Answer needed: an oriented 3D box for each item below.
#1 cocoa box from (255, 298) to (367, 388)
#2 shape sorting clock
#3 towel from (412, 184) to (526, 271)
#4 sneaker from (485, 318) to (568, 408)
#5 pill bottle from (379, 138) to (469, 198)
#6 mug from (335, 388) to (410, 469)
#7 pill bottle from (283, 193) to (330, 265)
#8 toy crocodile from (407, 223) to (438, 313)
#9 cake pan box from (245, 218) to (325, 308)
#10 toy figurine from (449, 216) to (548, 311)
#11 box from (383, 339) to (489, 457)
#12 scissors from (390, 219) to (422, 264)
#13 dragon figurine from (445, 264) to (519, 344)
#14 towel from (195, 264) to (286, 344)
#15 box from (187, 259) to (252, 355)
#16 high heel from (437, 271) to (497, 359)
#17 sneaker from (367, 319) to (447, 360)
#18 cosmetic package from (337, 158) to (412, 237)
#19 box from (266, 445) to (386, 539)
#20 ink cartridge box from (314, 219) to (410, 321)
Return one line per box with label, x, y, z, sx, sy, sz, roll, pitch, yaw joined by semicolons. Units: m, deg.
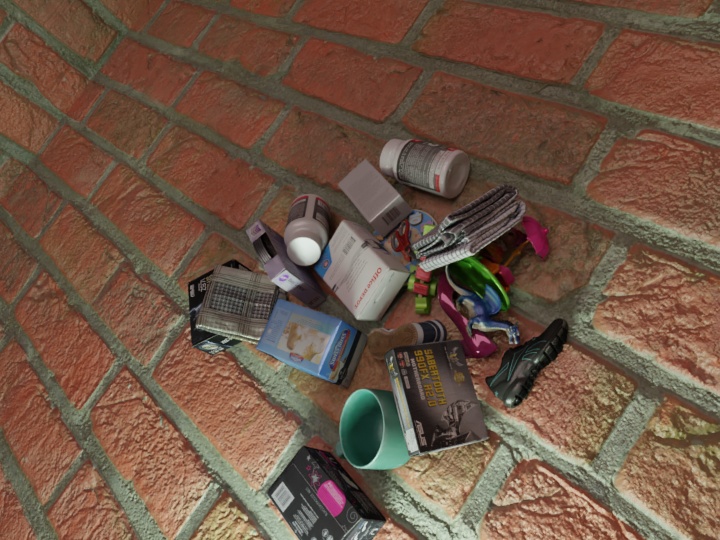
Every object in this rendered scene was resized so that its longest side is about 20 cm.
cocoa box;-0.112;0.166;1.301;0.199;0.131;0.134;15;74;34
shape sorting clock;0.099;-0.057;1.348;0.199;0.039;0.201;-13;60;24
towel;0.211;-0.088;1.133;0.199;0.086;0.165;-32;3;-29
sneaker;0.320;0.165;1.089;0.200;0.075;0.079;-51;51;-2
pill bottle;0.152;-0.253;1.369;0.199;0.114;0.114;24;80;36
mug;0.037;0.318;1.144;0.185;0.114;0.153;-8;72;56
pill bottle;-0.133;-0.100;1.415;0.110;0.111;0.200;-25;30;17
toy crocodile;0.144;-0.002;1.242;0.067;0.062;0.201;14;108;17
cake pan box;-0.183;-0.016;1.390;0.052;0.200;0.185;-40;55;6
toy figurine;0.304;-0.037;1.191;0.184;0.150;0.200;-40;27;-10
box;0.144;0.241;1.089;0.048;0.157;0.201;130;132;-56
scissors;0.103;-0.042;1.256;0.073;0.014;0.200;-56;27;27
dragon figurine;0.244;0.068;1.127;0.099;0.059;0.201;-23;68;0
towel;-0.291;0.083;1.415;0.199;0.035;0.193;15;52;-8
box;-0.367;0.097;1.510;0.163;0.086;0.201;-25;57;18
high heel;0.222;0.086;1.183;0.096;0.067;0.201;-22;62;31
sneaker;0.103;0.150;1.230;0.200;0.108;0.071;-24;71;56
cosmetic package;0.034;-0.183;1.410;0.101;0.071;0.200;-41;44;6
box;-0.070;0.475;1.135;0.132;0.115;0.200;-51;52;0
ink cartridge box;0.000;0.000;1.325;0.200;0.086;0.147;46;113;36
